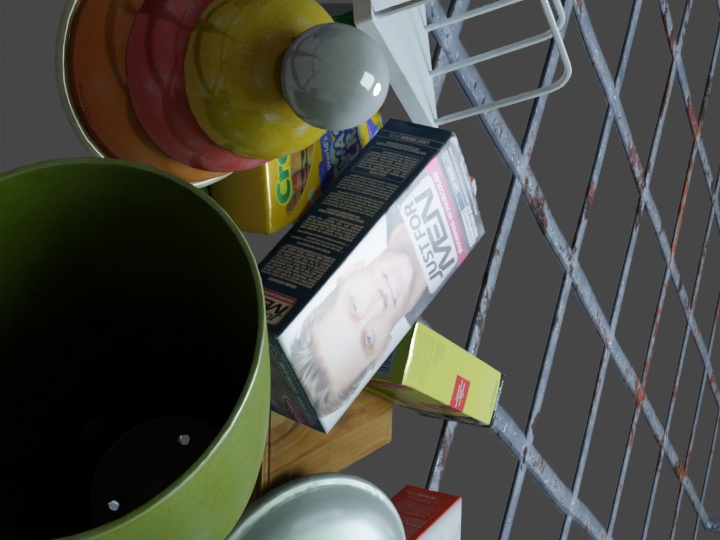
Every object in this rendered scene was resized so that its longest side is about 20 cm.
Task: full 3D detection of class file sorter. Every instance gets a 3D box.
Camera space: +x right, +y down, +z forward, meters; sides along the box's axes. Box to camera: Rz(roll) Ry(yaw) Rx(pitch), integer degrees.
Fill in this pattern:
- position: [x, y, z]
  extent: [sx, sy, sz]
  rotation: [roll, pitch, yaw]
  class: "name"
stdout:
- position: [0.071, -0.227, 0.820]
  extent: [0.139, 0.124, 0.200]
  rotation: [50, 31, -54]
  class: "file sorter"

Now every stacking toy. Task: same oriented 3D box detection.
- position: [-0.053, -0.098, 0.574]
  extent: [0.146, 0.200, 0.146]
  rotation: [-12, 111, -35]
  class: "stacking toy"

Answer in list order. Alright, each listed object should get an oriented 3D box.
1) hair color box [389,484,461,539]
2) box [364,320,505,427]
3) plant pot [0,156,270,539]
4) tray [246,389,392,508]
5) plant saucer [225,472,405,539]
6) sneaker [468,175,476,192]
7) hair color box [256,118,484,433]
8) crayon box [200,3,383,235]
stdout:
- position: [0.021, 0.272, 0.980]
  extent: [0.200, 0.061, 0.102]
  rotation: [-23, 117, -60]
  class: "hair color box"
- position: [0.046, 0.080, 0.894]
  extent: [0.200, 0.075, 0.050]
  rotation: [35, 66, -61]
  class: "box"
- position: [-0.123, 0.077, 0.567]
  extent: [0.200, 0.187, 0.187]
  rotation: [79, 30, -60]
  class: "plant pot"
- position: [-0.033, 0.108, 0.867]
  extent: [0.200, 0.037, 0.099]
  rotation: [-16, 111, -59]
  class: "tray"
- position: [-0.034, 0.244, 0.804]
  extent: [0.200, 0.050, 0.200]
  rotation: [-14, 114, -35]
  class: "plant saucer"
- position: [0.012, -0.040, 0.904]
  extent: [0.082, 0.077, 0.200]
  rotation: [53, 49, -11]
  class: "sneaker"
- position: [0.000, 0.000, 0.764]
  extent: [0.200, 0.060, 0.100]
  rotation: [-50, 138, -27]
  class: "hair color box"
- position: [-0.051, -0.104, 0.764]
  extent: [0.200, 0.052, 0.126]
  rotation: [-34, 126, -55]
  class: "crayon box"
